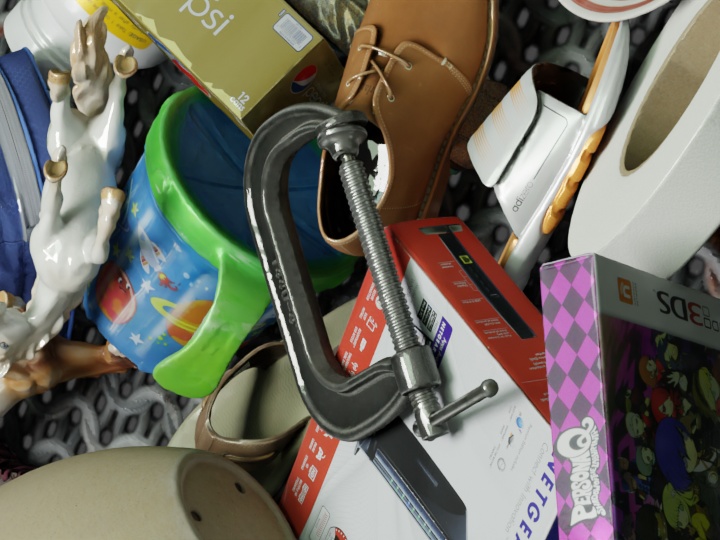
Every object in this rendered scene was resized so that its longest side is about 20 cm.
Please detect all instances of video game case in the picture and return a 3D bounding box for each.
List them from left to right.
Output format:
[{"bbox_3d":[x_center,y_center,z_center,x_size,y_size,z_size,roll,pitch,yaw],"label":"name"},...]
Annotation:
[{"bbox_3d":[0.150,0.106,1.244,0.036,0.181,0.201,-15,69,36],"label":"video game case"}]

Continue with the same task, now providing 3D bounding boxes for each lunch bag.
[{"bbox_3d":[-0.227,-0.028,1.616,0.200,0.132,0.136,107,146,-59],"label":"lunch bag"}]

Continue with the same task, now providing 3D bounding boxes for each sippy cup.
[{"bbox_3d":[-0.086,-0.013,1.523,0.140,0.178,0.130,49,127,7],"label":"sippy cup"}]

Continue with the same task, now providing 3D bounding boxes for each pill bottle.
[{"bbox_3d":[-0.122,-0.190,1.605,0.200,0.104,0.104,-43,55,24],"label":"pill bottle"}]

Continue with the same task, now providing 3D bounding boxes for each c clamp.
[{"bbox_3d":[0.000,0.000,1.365,0.171,0.027,0.201,-44,62,55],"label":"c clamp"}]

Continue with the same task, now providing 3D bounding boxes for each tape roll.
[{"bbox_3d":[0.165,-0.084,1.293,0.203,0.037,0.203,-59,7,12],"label":"tape roll"}]

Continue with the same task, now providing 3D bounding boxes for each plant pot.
[{"bbox_3d":[-0.108,0.170,1.445,0.134,0.200,0.201,-40,56,23],"label":"plant pot"}]

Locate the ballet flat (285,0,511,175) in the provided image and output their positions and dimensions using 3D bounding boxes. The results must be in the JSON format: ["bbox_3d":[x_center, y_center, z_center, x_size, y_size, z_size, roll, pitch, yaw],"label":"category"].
[{"bbox_3d":[0.015,-0.135,1.504,0.200,0.068,0.067,46,106,27],"label":"ballet flat"}]

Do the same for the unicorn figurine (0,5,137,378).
[{"bbox_3d":[-0.160,-0.033,1.475,0.138,0.074,0.200,113,-178,-57],"label":"unicorn figurine"}]

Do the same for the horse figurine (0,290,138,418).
[{"bbox_3d":[-0.230,0.069,1.585,0.200,0.132,0.050,-30,70,14],"label":"horse figurine"}]

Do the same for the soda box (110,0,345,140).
[{"bbox_3d":[-0.098,-0.154,1.482,0.064,0.068,0.200,-44,68,-2],"label":"soda box"}]

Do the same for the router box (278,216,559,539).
[{"bbox_3d":[0.047,0.105,1.378,0.180,0.049,0.201,51,134,37],"label":"router box"}]

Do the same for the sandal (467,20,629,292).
[{"bbox_3d":[0.076,-0.041,1.402,0.059,0.079,0.207,26,103,0],"label":"sandal"}]

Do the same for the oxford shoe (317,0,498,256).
[{"bbox_3d":[0.022,-0.102,1.412,0.071,0.071,0.201,14,96,27],"label":"oxford shoe"}]

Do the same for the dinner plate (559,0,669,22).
[{"bbox_3d":[0.161,-0.218,1.394,0.200,0.024,0.201,-33,47,44],"label":"dinner plate"}]

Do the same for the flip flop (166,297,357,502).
[{"bbox_3d":[-0.053,0.078,1.509,0.200,0.057,0.081,-38,57,32],"label":"flip flop"}]

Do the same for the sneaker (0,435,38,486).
[{"bbox_3d":[-0.215,0.119,1.634,0.200,0.076,0.116,-27,60,35],"label":"sneaker"}]
